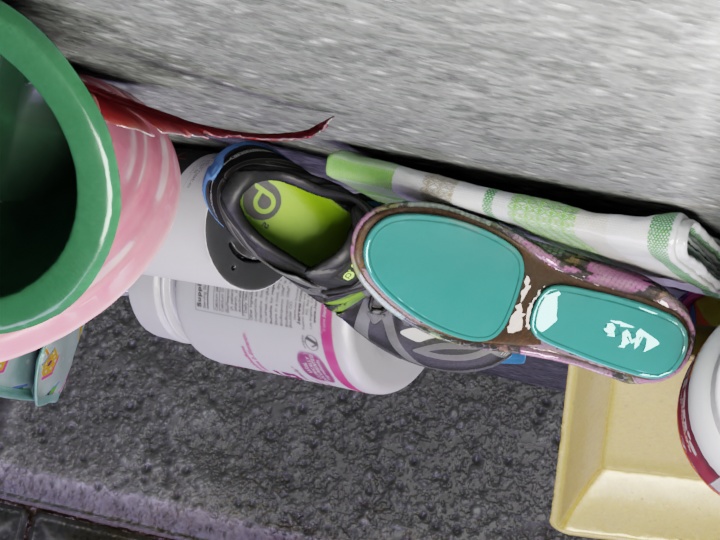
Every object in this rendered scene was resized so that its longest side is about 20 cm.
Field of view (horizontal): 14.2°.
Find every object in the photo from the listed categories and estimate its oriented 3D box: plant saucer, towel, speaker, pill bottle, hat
[{"bbox_3d":[-0.190,-0.037,1.423,0.200,0.201,0.051,11,140,29],"label":"plant saucer"},{"bbox_3d":[0.096,-0.030,1.543,0.200,0.031,0.149,14,175,20],"label":"towel"},{"bbox_3d":[-0.125,-0.036,1.740,0.081,0.081,0.200,17,175,-43],"label":"speaker"},{"bbox_3d":[0.219,0.095,1.712,0.199,0.049,0.200,6,142,4],"label":"plant saucer"},{"bbox_3d":[0.224,0.071,1.515,0.109,0.110,0.200,13,174,5],"label":"pill bottle"},{"bbox_3d":[-0.157,-0.074,1.350,0.200,0.165,0.176,51,-152,-10],"label":"hat"},{"bbox_3d":[-0.052,0.013,1.942,0.200,0.114,0.113,10,175,37],"label":"pill bottle"}]

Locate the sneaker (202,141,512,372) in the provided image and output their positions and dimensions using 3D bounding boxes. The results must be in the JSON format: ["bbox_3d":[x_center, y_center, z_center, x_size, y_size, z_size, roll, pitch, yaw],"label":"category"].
[{"bbox_3d":[0.000,0.000,1.588,0.199,0.071,0.083,32,-173,-9],"label":"sneaker"}]

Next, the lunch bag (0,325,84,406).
[{"bbox_3d":[-0.255,0.001,2.012,0.122,0.171,0.200,19,-178,43],"label":"lunch bag"}]

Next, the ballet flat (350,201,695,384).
[{"bbox_3d":[0.081,0.008,1.521,0.200,0.069,0.071,17,-165,-17],"label":"ballet flat"}]

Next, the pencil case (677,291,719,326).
[{"bbox_3d":[0.227,0.053,1.825,0.088,0.089,0.200,13,175,5],"label":"pencil case"}]

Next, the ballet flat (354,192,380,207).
[{"bbox_3d":[0.076,-0.008,1.671,0.199,0.068,0.075,10,-164,13],"label":"ballet flat"}]

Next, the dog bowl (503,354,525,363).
[{"bbox_3d":[0.098,0.028,1.971,0.111,0.050,0.200,15,168,-35],"label":"dog bowl"}]

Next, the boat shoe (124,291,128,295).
[{"bbox_3d":[-0.141,-0.016,2.207,0.199,0.074,0.065,3,170,5],"label":"boat shoe"}]
